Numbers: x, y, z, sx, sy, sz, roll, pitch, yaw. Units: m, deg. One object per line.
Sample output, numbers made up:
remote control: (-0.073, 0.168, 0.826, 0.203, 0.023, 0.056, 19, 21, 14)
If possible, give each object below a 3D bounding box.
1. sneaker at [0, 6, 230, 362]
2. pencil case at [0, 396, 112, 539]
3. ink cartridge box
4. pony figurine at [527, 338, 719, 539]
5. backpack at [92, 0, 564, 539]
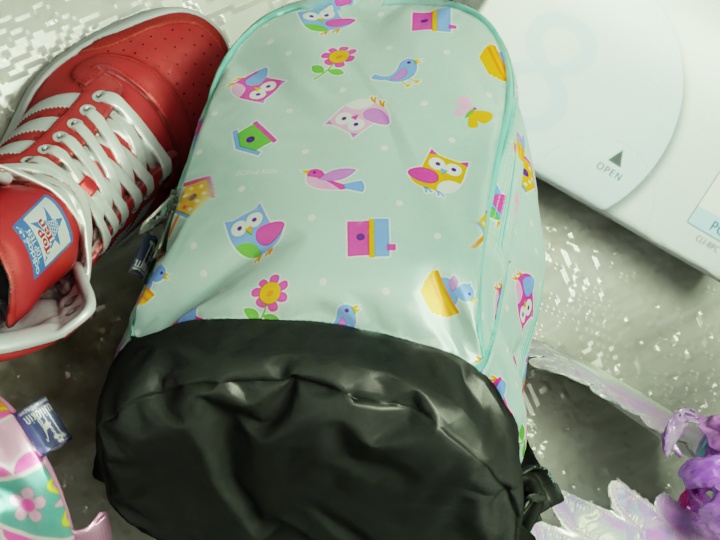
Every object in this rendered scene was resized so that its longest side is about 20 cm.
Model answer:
sneaker: (-0.104, -0.029, 1.002, 0.200, 0.112, 0.071, -45, 102, -22)
pencil case: (-0.185, 0.118, 0.962, 0.200, 0.087, 0.087, -34, 97, -23)
ink cartridge box: (0.137, -0.113, 1.111, 0.160, 0.047, 0.200, 29, 102, -17)
pony figurine: (0.155, 0.083, 1.067, 0.193, 0.200, 0.167, 36, 30, -21)
backpack: (0.000, 0.000, 1.003, 0.167, 0.127, 0.200, 8, 48, 7)
